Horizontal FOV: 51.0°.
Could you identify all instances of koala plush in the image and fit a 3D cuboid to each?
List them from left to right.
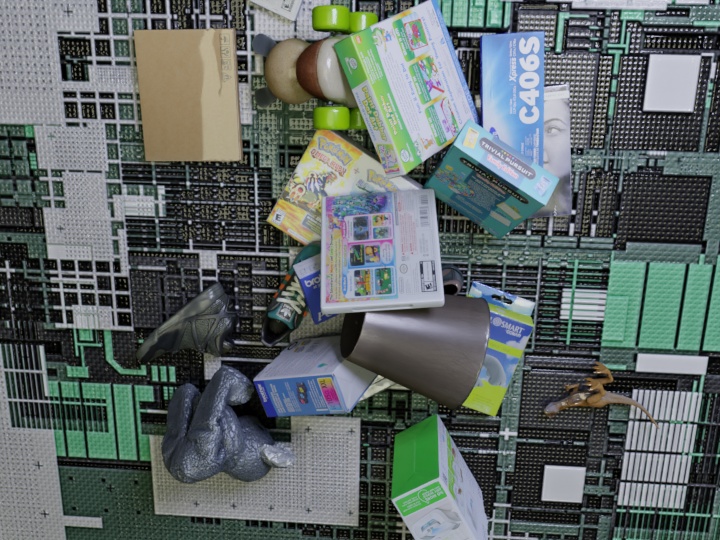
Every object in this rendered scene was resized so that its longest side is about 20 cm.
[{"bbox_3d":[-0.224,0.301,1.300,0.175,0.187,0.199,-23,134,36],"label":"koala plush"}]

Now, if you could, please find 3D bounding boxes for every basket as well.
[{"bbox_3d":[0.078,0.103,1.161,0.196,0.136,0.184,17,98,-16],"label":"basket"}]

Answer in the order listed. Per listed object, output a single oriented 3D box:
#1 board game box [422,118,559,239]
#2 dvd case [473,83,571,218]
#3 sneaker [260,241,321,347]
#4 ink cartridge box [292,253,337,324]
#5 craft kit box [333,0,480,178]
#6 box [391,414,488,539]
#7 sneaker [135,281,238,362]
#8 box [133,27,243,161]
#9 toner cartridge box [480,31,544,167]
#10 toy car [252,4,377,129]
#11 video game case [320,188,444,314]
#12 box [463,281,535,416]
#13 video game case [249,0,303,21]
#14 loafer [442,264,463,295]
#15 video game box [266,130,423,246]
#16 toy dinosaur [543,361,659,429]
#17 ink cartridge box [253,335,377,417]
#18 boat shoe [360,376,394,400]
[{"bbox_3d":[0.184,-0.127,1.106,0.149,0.200,0.047,33,77,-1],"label":"board game box"},{"bbox_3d":[0.257,-0.182,1.189,0.145,0.016,0.205,-4,106,6],"label":"dvd case"},{"bbox_3d":[-0.106,0.047,1.232,0.070,0.080,0.202,29,120,-4],"label":"sneaker"},{"bbox_3d":[0.000,0.000,1.189,0.196,0.044,0.095,-24,125,-8],"label":"ink cartridge box"},{"bbox_3d":[0.075,-0.267,1.095,0.048,0.196,0.204,-8,111,47],"label":"craft kit box"},{"bbox_3d":[0.136,0.378,1.275,0.095,0.201,0.179,-27,105,12],"label":"box"},{"bbox_3d":[-0.289,0.120,1.290,0.197,0.076,0.115,-35,96,8],"label":"sneaker"},{"bbox_3d":[-0.271,-0.276,1.195,0.159,0.021,0.205,1,107,4],"label":"box"},{"bbox_3d":[0.229,-0.252,1.140,0.092,0.043,0.205,-2,105,7],"label":"toner cartridge box"},{"bbox_3d":[-0.082,-0.299,1.138,0.196,0.157,0.169,7,103,31],"label":"toy car"},{"bbox_3d":[0.029,-0.032,1.128,0.177,0.204,0.024,-4,148,4],"label":"video game case"},{"bbox_3d":[0.209,0.134,1.275,0.119,0.048,0.204,18,108,-2],"label":"box"},{"bbox_3d":[-0.162,-0.484,1.126,0.196,0.018,0.146,24,108,-4],"label":"video game case"},{"bbox_3d":[0.084,0.062,1.252,0.198,0.063,0.072,-36,102,13],"label":"loafer"},{"bbox_3d":[-0.025,-0.107,1.218,0.197,0.047,0.184,31,105,-6],"label":"video game box"},{"bbox_3d":[0.411,0.214,1.289,0.195,0.061,0.108,-1,131,10],"label":"toy dinosaur"},{"bbox_3d":[-0.081,0.172,1.239,0.196,0.136,0.078,-8,110,32],"label":"ink cartridge box"},{"bbox_3d":[0.030,0.170,1.294,0.197,0.071,0.071,-30,79,15],"label":"boat shoe"}]
